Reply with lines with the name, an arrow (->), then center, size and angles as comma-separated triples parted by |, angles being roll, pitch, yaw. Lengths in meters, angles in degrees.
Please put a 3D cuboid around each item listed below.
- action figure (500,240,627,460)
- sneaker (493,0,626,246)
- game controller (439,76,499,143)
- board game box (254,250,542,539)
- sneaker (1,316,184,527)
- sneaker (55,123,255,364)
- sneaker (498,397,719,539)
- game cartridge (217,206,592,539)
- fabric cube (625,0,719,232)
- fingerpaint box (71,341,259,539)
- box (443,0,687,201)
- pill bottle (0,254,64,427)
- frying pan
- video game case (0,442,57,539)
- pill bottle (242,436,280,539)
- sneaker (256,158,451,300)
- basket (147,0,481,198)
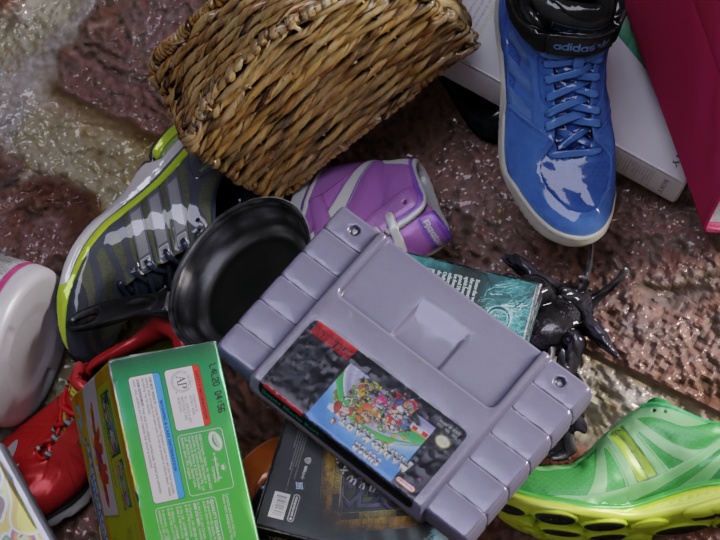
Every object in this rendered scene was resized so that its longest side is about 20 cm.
action figure -> 0.091, 0.067, 1.503 | 0.200, 0.102, 0.119 | -36, 57, -14
sneaker -> 0.132, -0.124, 1.495 | 0.076, 0.111, 0.201 | -2, 69, -8
game controller -> 0.089, -0.186, 1.660 | 0.104, 0.042, 0.201 | -34, 62, 11
board game box -> 0.025, 0.086, 1.429 | 0.134, 0.028, 0.201 | 13, 67, 9
sneaker -> -0.188, 0.096, 1.554 | 0.200, 0.085, 0.077 | -40, 63, -8
sneaker -> -0.137, -0.017, 1.600 | 0.081, 0.074, 0.201 | 25, 74, 29
sneaker -> 0.176, 0.127, 1.474 | 0.199, 0.074, 0.084 | -7, 66, -2
game cartridge -> 0.024, 0.064, 1.406 | 0.200, 0.038, 0.130 | 36, 68, 18
fabric cube -> 0.303, -0.167, 1.485 | 0.195, 0.200, 0.200 | -8, 63, -16
fingerpaint box -> -0.115, 0.158, 1.429 | 0.073, 0.167, 0.201 | -10, 81, -17
box -> 0.163, -0.156, 1.590 | 0.199, 0.036, 0.145 | 29, 68, 3
pill bottle -> -0.313, 0.030, 1.595 | 0.199, 0.113, 0.114 | 14, 69, 18
frying pan -> -0.105, 0.026, 1.507 | 0.190, 0.031, 0.115 | -36, 44, 15
video game case -> -0.265, 0.243, 1.502 | 0.181, 0.023, 0.201 | -30, 82, -3
pill bottle -> 0.000, 0.191, 1.459 | 0.200, 0.106, 0.106 | 38, 78, 24
sneaker -> 0.000, -0.001, 1.532 | 0.114, 0.073, 0.201 | -10, 48, 26
basket -> -0.048, -0.173, 1.546 | 0.200, 0.143, 0.150 | -36, 52, 20
